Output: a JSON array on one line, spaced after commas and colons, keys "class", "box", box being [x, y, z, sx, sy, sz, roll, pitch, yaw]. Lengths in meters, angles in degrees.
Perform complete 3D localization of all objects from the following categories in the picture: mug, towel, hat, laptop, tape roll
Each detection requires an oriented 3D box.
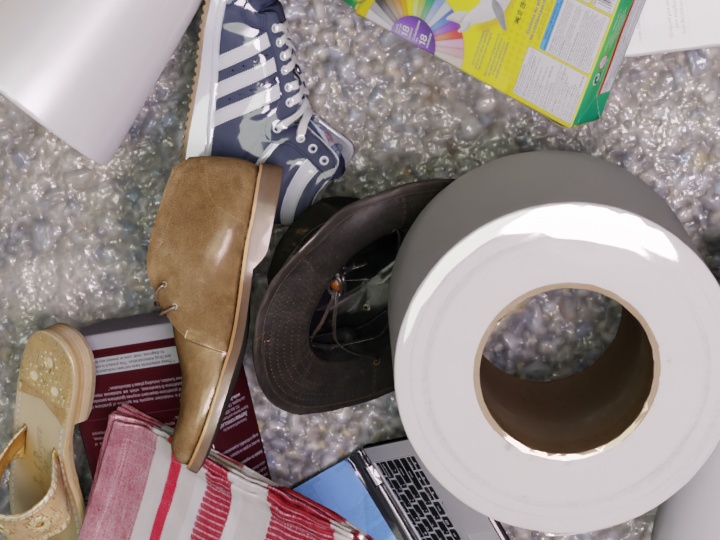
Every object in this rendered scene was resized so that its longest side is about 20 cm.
[{"class": "mug", "box": [-0.190, -0.184, 1.403, 0.186, 0.149, 0.153, 39, 93, -8]}, {"class": "towel", "box": [-0.096, 0.190, 1.419, 0.199, 0.023, 0.145, 25, 114, 20]}, {"class": "hat", "box": [0.000, 0.000, 1.429, 0.201, 0.200, 0.081, -52, 49, 10]}, {"class": "laptop", "box": [0.021, 0.222, 1.456, 0.116, 0.200, 0.188, -34, 95, -24]}, {"class": "tape roll", "box": [0.117, 0.040, 1.315, 0.202, 0.139, 0.204, 0, 105, -1]}]

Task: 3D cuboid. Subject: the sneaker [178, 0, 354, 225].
[{"class": "sneaker", "box": [-0.052, -0.123, 1.429, 0.108, 0.070, 0.201, 14, 107, 9]}]

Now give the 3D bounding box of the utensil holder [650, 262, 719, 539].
[{"class": "utensil holder", "box": [0.284, 0.102, 1.384, 0.169, 0.170, 0.201, 15, 103, 3]}]

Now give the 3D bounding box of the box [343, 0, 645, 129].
[{"class": "box", "box": [0.080, -0.185, 1.382, 0.200, 0.048, 0.118, 31, 116, 22]}]

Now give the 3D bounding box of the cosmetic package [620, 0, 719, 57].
[{"class": "cosmetic package", "box": [0.256, -0.201, 1.382, 0.199, 0.081, 0.113, -5, 99, 6]}]

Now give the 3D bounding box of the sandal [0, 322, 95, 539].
[{"class": "sandal", "box": [-0.227, 0.138, 1.459, 0.077, 0.069, 0.213, 27, 121, 33]}]

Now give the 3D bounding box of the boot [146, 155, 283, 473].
[{"class": "boot", "box": [-0.104, 0.026, 1.384, 0.075, 0.074, 0.201, 11, 83, -6]}]

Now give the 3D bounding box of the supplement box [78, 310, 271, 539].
[{"class": "supplement box", "box": [-0.122, 0.129, 1.465, 0.108, 0.061, 0.201, -9, 98, 30]}]
